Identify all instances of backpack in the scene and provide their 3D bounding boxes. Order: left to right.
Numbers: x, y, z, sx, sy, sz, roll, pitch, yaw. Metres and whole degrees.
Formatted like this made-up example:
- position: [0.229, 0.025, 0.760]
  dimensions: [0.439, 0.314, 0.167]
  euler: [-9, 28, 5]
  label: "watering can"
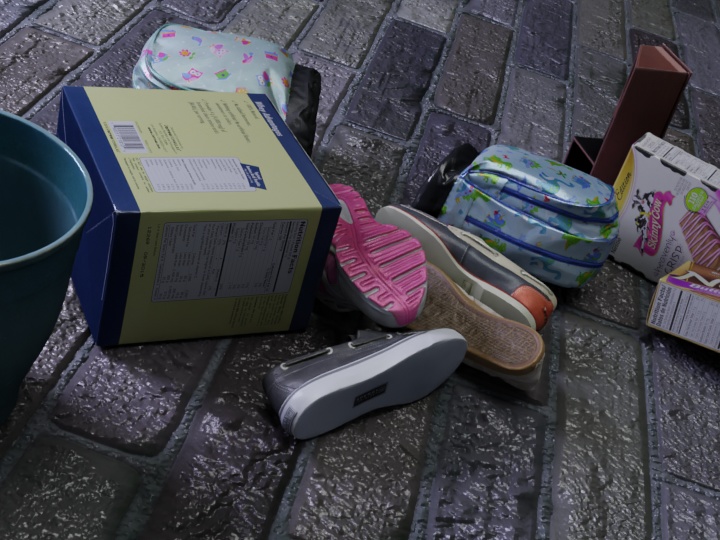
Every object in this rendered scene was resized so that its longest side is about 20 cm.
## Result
- position: [-0.144, -0.178, 1.152]
  dimensions: [0.197, 0.128, 0.168]
  euler: [11, 37, -6]
  label: "backpack"
- position: [0.173, -0.059, 1.143]
  dimensions: [0.199, 0.154, 0.163]
  euler: [40, 20, 6]
  label: "backpack"

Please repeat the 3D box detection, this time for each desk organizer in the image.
- position: [0.310, -0.167, 1.296]
  dimensions: [0.076, 0.202, 0.072]
  euler: [2, 37, -21]
  label: "desk organizer"

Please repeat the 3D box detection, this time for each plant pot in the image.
- position: [-0.296, 0.012, 0.745]
  dimensions: [0.197, 0.190, 0.201]
  euler: [13, 34, -9]
  label: "plant pot"

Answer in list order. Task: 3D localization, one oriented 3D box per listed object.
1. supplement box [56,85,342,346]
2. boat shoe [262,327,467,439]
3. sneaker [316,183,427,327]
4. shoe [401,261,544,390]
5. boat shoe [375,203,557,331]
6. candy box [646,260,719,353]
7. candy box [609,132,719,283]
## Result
- position: [-0.153, -0.054, 0.960]
  dimensions: [0.197, 0.136, 0.201]
  euler: [-3, 39, -29]
  label: "supplement box"
- position: [0.004, 0.081, 0.914]
  dimensions: [0.198, 0.071, 0.066]
  euler: [-20, 50, -34]
  label: "boat shoe"
- position: [0.000, 0.000, 0.991]
  dimensions: [0.080, 0.089, 0.200]
  euler: [-13, 35, -20]
  label: "sneaker"
- position: [0.085, 0.051, 1.013]
  dimensions: [0.199, 0.054, 0.070]
  euler: [31, 72, 30]
  label: "shoe"
- position: [0.103, -0.006, 1.072]
  dimensions: [0.199, 0.072, 0.063]
  euler: [36, 50, 15]
  label: "boat shoe"
- position: [0.407, 0.055, 1.107]
  dimensions: [0.198, 0.057, 0.116]
  euler: [23, 22, 27]
  label: "candy box"
- position: [0.371, -0.045, 1.208]
  dimensions: [0.199, 0.138, 0.061]
  euler: [31, 34, 20]
  label: "candy box"
